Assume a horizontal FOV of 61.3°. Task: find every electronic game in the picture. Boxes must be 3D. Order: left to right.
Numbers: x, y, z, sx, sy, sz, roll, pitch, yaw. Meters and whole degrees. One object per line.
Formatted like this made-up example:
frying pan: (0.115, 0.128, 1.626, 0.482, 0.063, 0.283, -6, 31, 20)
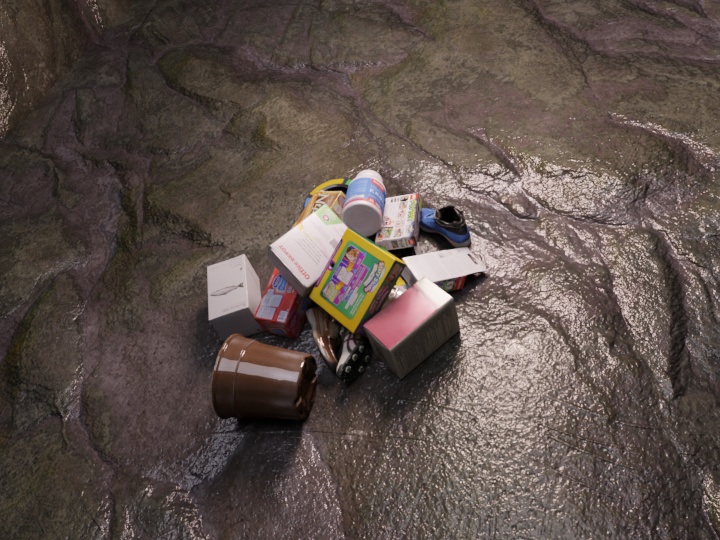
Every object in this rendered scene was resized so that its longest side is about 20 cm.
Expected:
electronic game: (-0.082, -0.214, 1.877, 0.198, 0.042, 0.201, -10, 48, 11)

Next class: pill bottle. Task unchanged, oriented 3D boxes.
pill bottle: (0.013, -0.192, 1.665, 0.111, 0.113, 0.201, -7, 38, 13)

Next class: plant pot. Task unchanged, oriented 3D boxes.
plant pot: (-0.214, 0.259, 1.426, 0.196, 0.201, 0.201, 5, 52, 13)

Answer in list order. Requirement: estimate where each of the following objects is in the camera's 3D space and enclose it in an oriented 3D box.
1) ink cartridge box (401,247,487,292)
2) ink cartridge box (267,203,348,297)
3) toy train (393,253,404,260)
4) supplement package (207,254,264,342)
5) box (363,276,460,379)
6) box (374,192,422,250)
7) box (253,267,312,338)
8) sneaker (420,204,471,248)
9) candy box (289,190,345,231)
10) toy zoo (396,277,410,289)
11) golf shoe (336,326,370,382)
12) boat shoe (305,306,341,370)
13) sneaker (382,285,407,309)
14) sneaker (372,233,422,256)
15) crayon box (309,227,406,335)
ink cartridge box: (0.213, 0.002, 1.569, 0.198, 0.051, 0.109, -10, 43, -23)
ink cartridge box: (-0.121, -0.052, 1.571, 0.200, 0.084, 0.145, -40, 84, -25)
toy train: (0.054, -0.044, 1.691, 0.199, 0.034, 0.046, 23, 49, 34)
supplement package: (-0.343, 0.076, 1.666, 0.116, 0.118, 0.201, -18, 47, 3)
box: (0.124, 0.135, 1.446, 0.200, 0.128, 0.109, -37, 48, -15)
box: (0.106, -0.134, 1.653, 0.109, 0.035, 0.201, -7, 39, 18)
box: (-0.190, 0.069, 1.622, 0.099, 0.096, 0.201, 7, 60, 24)
sneaker: (0.218, -0.148, 1.667, 0.077, 0.112, 0.200, -38, 49, -15)
candy box: (-0.125, -0.132, 1.712, 0.115, 0.055, 0.201, 8, 59, 46)
toy zoo: (0.047, 0.072, 1.600, 0.199, 0.021, 0.132, -22, 47, -1)
golf shoe: (-0.016, 0.183, 1.491, 0.087, 0.077, 0.201, 11, 53, 30)
boat shoe: (-0.082, 0.161, 1.534, 0.071, 0.076, 0.201, -22, 49, -3)
sneaker: (0.048, 0.047, 1.529, 0.198, 0.116, 0.074, 6, 51, 21)
sneaker: (0.095, -0.084, 1.688, 0.111, 0.073, 0.201, -23, 38, 1)
crayon box: (-0.010, 0.026, 1.468, 0.172, 0.058, 0.201, 35, 99, 35)
